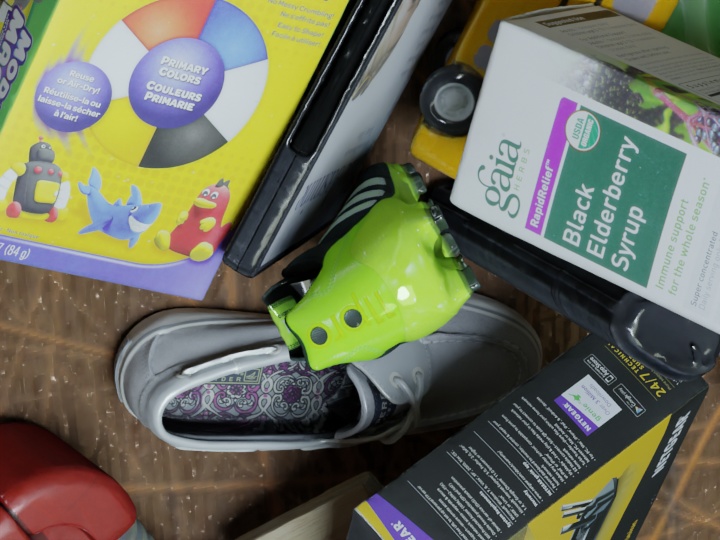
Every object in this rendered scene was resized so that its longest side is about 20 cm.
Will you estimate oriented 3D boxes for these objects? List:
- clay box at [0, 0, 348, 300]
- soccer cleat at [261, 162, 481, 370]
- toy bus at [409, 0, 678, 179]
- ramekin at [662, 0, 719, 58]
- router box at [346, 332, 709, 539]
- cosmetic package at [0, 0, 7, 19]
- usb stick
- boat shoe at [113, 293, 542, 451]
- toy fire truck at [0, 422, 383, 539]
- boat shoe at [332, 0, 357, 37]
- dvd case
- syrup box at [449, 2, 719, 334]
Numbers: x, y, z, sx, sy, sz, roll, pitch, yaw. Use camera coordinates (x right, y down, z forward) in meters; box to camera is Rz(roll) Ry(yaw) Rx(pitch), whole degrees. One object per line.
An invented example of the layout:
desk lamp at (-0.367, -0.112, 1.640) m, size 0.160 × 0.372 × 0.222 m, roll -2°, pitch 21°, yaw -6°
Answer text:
clay box at (-0.074, -0.091, 0.981) m, size 0.114 × 0.048 × 0.201 m, roll 12°, pitch 118°, yaw -32°
soccer cleat at (0.000, 0.000, 1.064) m, size 0.081 × 0.200 × 0.068 m, roll -28°, pitch 95°, yaw 2°
toy bus at (0.093, -0.126, 1.077) m, size 0.078 × 0.065 × 0.201 m, roll 26°, pitch 112°, yaw -3°
ramekin at (0.213, -0.131, 1.070) m, size 0.097 × 0.200 × 0.201 m, roll 12°, pitch 111°, yaw -33°
router box at (0.060, 0.120, 1.135) m, size 0.157 × 0.052 × 0.200 m, roll -35°, pitch 159°, yaw -23°
cosmetic package at (-0.112, -0.146, 1.009) m, size 0.199 × 0.073 × 0.104 m, roll -31°, pitch 123°, yaw -4°
usb stick at (0.084, 0.001, 1.081) m, size 0.055 × 0.200 × 0.033 m, roll 21°, pitch 96°, yaw -27°
boat shoe at (-0.006, 0.049, 1.149) m, size 0.199 × 0.069 × 0.072 m, roll 5°, pitch 114°, yaw -22°
toy fire truck at (-0.098, 0.131, 1.140) m, size 0.200 × 0.128 × 0.176 m, roll -44°, pitch 126°, yaw -15°
boat shoe at (-0.072, -0.084, 1.061) m, size 0.199 × 0.062 × 0.072 m, roll -32°, pitch 122°, yaw -4°
dvd case at (0.012, -0.095, 1.051) m, size 0.017 × 0.143 × 0.201 m, roll 30°, pitch 105°, yaw 5°
syrup box at (0.140, -0.028, 0.986) m, size 0.081 × 0.199 × 0.079 m, roll -17°, pitch 128°, yaw -54°
